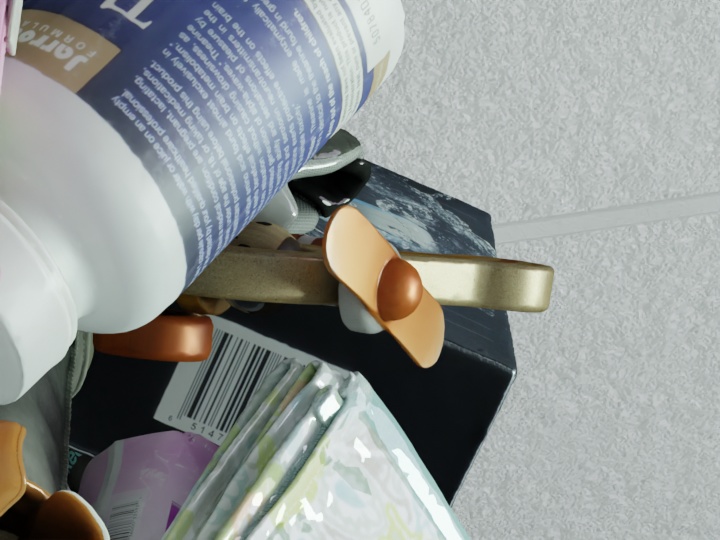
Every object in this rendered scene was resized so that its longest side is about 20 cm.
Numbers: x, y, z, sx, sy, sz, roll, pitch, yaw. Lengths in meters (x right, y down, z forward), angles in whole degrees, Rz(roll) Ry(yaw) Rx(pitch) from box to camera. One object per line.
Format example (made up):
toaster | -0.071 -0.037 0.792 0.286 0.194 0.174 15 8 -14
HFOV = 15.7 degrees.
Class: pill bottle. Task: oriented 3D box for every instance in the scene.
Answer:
pill bottle | -0.083 -0.050 0.903 0.200 0.110 0.111 -47 146 -30

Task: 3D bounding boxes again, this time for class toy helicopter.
toy helicopter | 0.000 0.000 1.014 0.132 0.199 0.080 7 -88 54

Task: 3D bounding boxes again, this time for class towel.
towel | -0.006 0.155 0.940 0.201 0.048 0.171 58 42 -21

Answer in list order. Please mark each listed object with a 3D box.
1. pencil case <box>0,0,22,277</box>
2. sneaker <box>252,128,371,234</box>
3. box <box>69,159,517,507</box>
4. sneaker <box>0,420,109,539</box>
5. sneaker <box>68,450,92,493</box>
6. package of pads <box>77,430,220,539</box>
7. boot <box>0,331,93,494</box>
pencil case | -0.142 -0.047 0.769 0.201 0.087 0.088 -93 175 -53
sneaker | -0.049 -0.071 1.138 0.075 0.115 0.201 -56 -164 30
box | -0.044 0.018 1.189 0.200 0.195 0.118 -93 -153 -69
sneaker | -0.116 0.121 0.837 0.201 0.084 0.073 81 1 -50
sneaker | -0.096 0.082 1.254 0.079 0.075 0.200 48 5 13
package of pads | -0.065 0.173 0.964 0.120 0.075 0.201 33 52 -32
boot | -0.136 0.025 0.970 0.200 0.072 0.183 -79 161 -63
